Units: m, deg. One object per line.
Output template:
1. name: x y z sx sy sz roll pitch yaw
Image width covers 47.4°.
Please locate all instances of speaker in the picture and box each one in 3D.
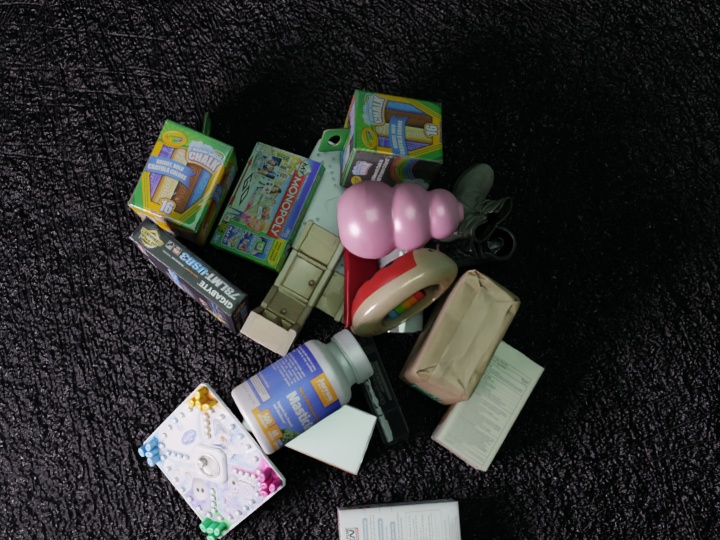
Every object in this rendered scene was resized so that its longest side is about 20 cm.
1. speaker: 0.070 0.004 1.397 0.080 0.081 0.203 1 90 -4

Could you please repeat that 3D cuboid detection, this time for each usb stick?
1. usb stick: 0.027 0.199 1.396 0.055 0.033 0.202 -18 82 -28

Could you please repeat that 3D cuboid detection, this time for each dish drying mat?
1. dish drying mat: 0.000 0.000 1.369 0.076 0.018 0.203 14 71 -45

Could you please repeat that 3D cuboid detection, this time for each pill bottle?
1. pill bottle: -0.083 0.175 1.229 0.199 0.112 0.113 -32 84 -10

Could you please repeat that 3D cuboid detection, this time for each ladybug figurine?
1. ladybug figurine: 0.060 0.032 1.297 0.199 0.136 0.072 -35 67 9

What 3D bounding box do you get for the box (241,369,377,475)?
1. box: -0.084 0.248 1.336 0.198 0.124 0.099 22 78 0

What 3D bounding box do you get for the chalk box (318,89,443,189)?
1. chalk box: 0.030 -0.217 1.401 0.197 0.125 0.126 8 63 -11

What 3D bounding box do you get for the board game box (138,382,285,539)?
1. board game box: -0.240 0.308 1.294 0.200 0.026 0.200 49 121 5

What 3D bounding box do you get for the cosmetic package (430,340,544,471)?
1. cosmetic package: 0.214 0.225 1.390 0.105 0.071 0.201 34 80 2

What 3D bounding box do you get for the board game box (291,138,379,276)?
1. board game box: -0.030 -0.102 1.450 0.198 0.026 0.202 28 80 1

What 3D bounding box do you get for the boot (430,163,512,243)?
1. boot: 0.210 -0.111 1.397 0.200 0.130 0.068 -50 122 -30

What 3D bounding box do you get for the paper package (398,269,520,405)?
1. paper package: 0.156 0.116 1.339 0.103 0.200 0.192 30 79 1

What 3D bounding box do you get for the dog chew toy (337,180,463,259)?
1. dog chew toy: 0.065 -0.085 1.302 0.197 0.125 0.126 -5 80 6

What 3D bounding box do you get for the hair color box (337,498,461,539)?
1. hair color box: 0.063 0.435 1.349 0.197 0.061 0.101 -3 80 -6

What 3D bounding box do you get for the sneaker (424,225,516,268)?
1. sneaker: 0.179 -0.040 1.418 0.197 0.099 0.072 -8 83 -3

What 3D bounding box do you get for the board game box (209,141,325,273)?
1. board game box: -0.160 -0.112 1.421 0.133 0.029 0.202 19 79 19

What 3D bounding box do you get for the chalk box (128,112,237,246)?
1. chalk box: -0.284 -0.164 1.383 0.123 0.125 0.202 23 81 0

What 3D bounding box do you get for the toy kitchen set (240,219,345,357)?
1. toy kitchen set: -0.066 0.044 1.331 0.162 0.180 0.202 29 91 0

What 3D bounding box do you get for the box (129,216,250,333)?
1. box: -0.268 0.012 1.324 0.198 0.200 0.050 37 77 2
